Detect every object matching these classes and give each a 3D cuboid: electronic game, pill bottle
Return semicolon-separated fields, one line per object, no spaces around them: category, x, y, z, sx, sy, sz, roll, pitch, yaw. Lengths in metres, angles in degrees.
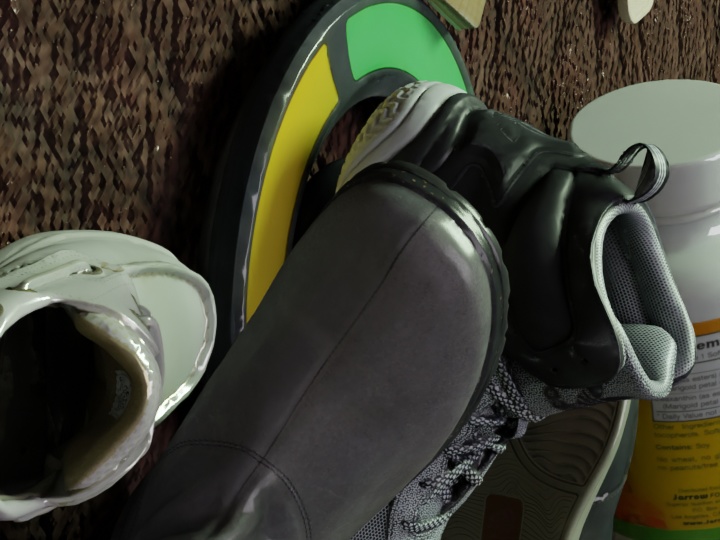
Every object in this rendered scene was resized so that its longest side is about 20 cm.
electronic game;0.000;0.000;0.777;0.200;0.041;0.201;-21;114;-61
pill bottle;0.144;0.022;0.998;0.111;0.111;0.201;-50;138;-49

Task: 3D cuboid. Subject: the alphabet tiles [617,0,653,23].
alphabet tiles;0.135;-0.225;1.038;0.200;0.015;0.197;-43;133;-53

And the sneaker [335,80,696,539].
sneaker;0.039;0.045;0.705;0.075;0.113;0.201;5;97;-58

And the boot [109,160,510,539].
boot;-0.036;0.072;0.600;0.132;0.070;0.200;-43;164;-56

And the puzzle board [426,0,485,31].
puzzle board;0.021;-0.208;0.780;0.151;0.017;0.201;36;62;-49

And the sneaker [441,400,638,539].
sneaker;0.078;0.096;0.938;0.106;0.074;0.201;8;97;-69

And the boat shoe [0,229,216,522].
boat shoe;-0.082;0.033;0.583;0.200;0.069;0.071;-23;114;-62
